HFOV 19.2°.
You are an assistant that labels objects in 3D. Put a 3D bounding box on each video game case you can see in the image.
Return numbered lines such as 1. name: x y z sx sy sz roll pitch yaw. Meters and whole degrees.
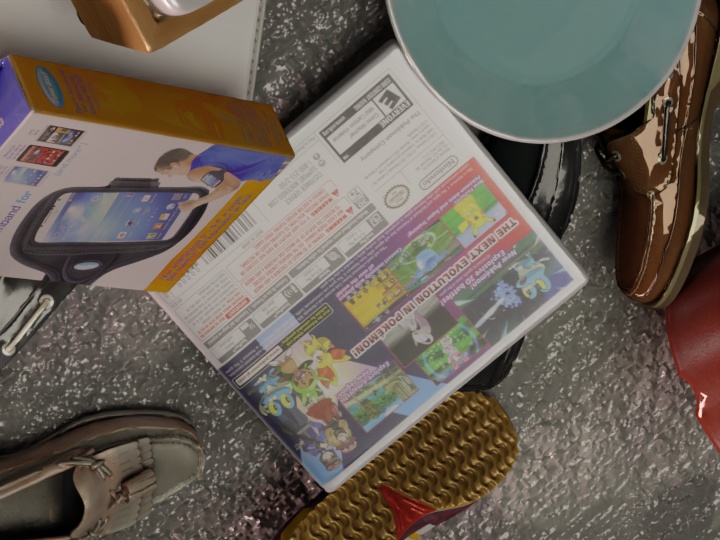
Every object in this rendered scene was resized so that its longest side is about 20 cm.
1. video game case: 0.000 0.000 1.213 0.200 0.023 0.183 -39 106 6

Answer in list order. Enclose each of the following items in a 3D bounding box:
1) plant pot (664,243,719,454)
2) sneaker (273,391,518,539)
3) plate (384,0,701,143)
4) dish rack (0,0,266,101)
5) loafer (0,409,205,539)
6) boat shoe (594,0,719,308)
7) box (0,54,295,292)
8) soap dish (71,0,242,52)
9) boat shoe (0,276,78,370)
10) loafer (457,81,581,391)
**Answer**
1. plant pot: 0.303 0.030 1.287 0.194 0.202 0.201 -26 129 30
2. sneaker: 0.010 0.143 1.307 0.199 0.090 0.075 -33 89 -32
3. plate: 0.101 -0.173 1.196 0.198 0.026 0.202 -2 96 -20
4. dish rack: -0.124 -0.124 1.088 0.199 0.043 0.173 0 104 -41
5. loafer: -0.178 0.133 1.213 0.198 0.063 0.073 -11 118 -20
6. boat shoe: 0.171 -0.078 1.276 0.067 0.072 0.202 4 102 -22
7. box: -0.140 -0.044 1.051 0.199 0.042 0.119 4 140 -48
8. soap dish: -0.106 -0.218 1.014 0.157 0.081 0.201 -37 103 -41
9. boat shoe: -0.221 0.063 1.135 0.060 0.076 0.201 32 115 -10
10. loafer: 0.076 -0.019 1.254 0.070 0.068 0.202 1 117 -34
